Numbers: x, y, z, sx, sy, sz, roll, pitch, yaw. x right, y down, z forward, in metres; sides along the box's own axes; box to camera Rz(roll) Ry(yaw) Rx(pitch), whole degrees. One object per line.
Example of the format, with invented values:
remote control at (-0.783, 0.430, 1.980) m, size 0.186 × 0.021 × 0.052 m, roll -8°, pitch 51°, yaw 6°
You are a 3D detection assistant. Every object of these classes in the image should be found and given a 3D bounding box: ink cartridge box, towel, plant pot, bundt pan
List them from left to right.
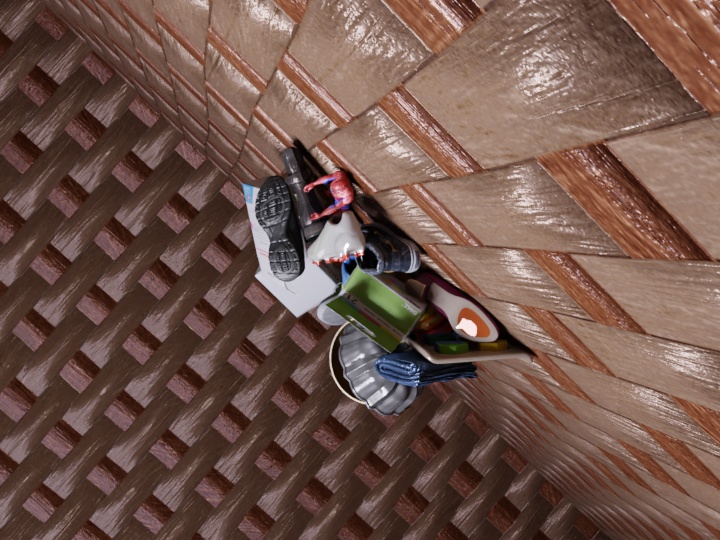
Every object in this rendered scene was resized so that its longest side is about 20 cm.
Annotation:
ink cartridge box at (-0.169, -0.081, 1.694) m, size 0.115 × 0.067 × 0.204 m, roll 22°, pitch 126°, yaw 57°
ink cartridge box at (-0.120, -0.031, 1.875) m, size 0.145 × 0.144 × 0.202 m, roll 44°, pitch -145°, yaw -21°
plant pot at (0.042, 0.182, 1.827) m, size 0.186 × 0.187 × 0.200 m, roll 41°, pitch -172°, yaw 8°
ink cartridge box at (0.035, 0.060, 1.494) m, size 0.147 × 0.076 × 0.200 m, roll 36°, pitch -168°, yaw 6°
bundt pan at (0.056, 0.170, 1.599) m, size 0.200 × 0.075 × 0.205 m, roll 27°, pitch -134°, yaw -32°
towel at (0.123, 0.176, 1.525) m, size 0.110 × 0.050 × 0.198 m, roll 7°, pitch -173°, yaw 41°

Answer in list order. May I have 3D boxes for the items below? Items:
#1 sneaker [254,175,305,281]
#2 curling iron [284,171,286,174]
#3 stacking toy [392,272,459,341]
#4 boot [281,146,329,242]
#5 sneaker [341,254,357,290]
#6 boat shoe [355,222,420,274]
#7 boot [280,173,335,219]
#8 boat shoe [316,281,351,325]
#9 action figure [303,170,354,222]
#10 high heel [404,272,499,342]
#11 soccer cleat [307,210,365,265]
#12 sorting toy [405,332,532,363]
sneaker at (-0.149, -0.079, 1.599) m, size 0.091 × 0.074 × 0.204 m, roll -3°, pitch -95°, yaw -76°
curling iron at (-0.089, -0.145, 1.787) m, size 0.200 × 0.050 × 0.026 m, roll 45°, pitch 164°, yaw 9°
stacking toy at (0.119, 0.060, 1.676) m, size 0.201 × 0.115 × 0.110 m, roll 55°, pitch 169°, yaw -13°
boot at (-0.101, -0.147, 1.570) m, size 0.200 × 0.068 × 0.177 m, roll 168°, pitch 82°, yaw -87°
sneaker at (0.000, 0.000, 1.691) m, size 0.074 × 0.107 × 0.201 m, roll 4°, pitch -150°, yaw 2°
boat shoe at (0.018, -0.041, 1.493) m, size 0.089 × 0.072 × 0.199 m, roll -5°, pitch -166°, yaw -30°
boot at (-0.087, -0.112, 1.721) m, size 0.200 × 0.071 × 0.145 m, roll 30°, pitch 149°, yaw 35°
boat shoe at (-0.028, 0.059, 1.767) m, size 0.198 × 0.073 × 0.071 m, roll -14°, pitch -133°, yaw -47°
action figure at (-0.061, -0.123, 1.449) m, size 0.200 × 0.097 × 0.066 m, roll 138°, pitch 110°, yaw -82°
high heel at (0.179, 0.061, 1.515) m, size 0.199 × 0.068 × 0.096 m, roll 36°, pitch -158°, yaw 22°
soccer cleat at (-0.042, -0.055, 1.454) m, size 0.199 × 0.068 × 0.079 m, roll 167°, pitch 94°, yaw -67°
sorting toy at (0.191, 0.136, 1.516) m, size 0.196 × 0.037 × 0.185 m, roll 2°, pitch -176°, yaw -10°
